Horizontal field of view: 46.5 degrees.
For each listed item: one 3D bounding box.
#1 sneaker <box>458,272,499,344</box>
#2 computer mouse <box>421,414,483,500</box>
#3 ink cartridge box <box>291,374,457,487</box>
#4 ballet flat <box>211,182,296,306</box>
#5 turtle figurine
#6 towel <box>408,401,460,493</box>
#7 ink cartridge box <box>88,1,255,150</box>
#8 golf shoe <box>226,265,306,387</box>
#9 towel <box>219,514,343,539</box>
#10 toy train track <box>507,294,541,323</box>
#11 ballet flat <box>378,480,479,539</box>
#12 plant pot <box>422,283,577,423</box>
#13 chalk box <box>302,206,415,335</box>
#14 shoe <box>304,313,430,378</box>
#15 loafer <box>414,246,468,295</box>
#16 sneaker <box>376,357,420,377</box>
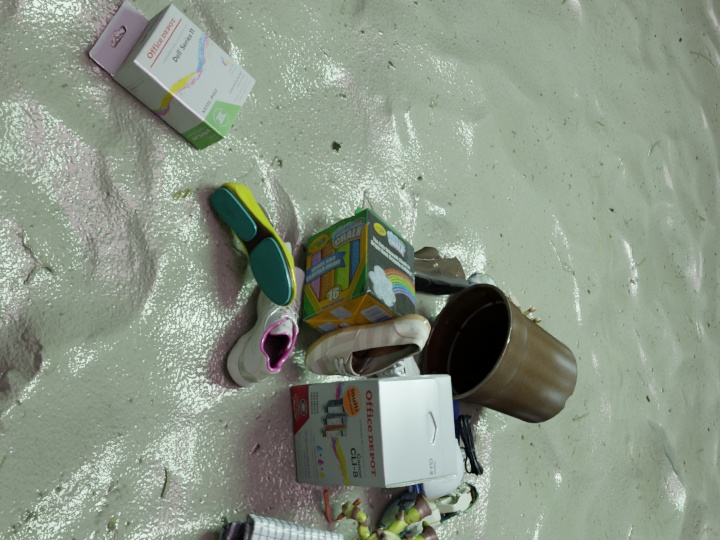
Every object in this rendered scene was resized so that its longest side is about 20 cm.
[{"bbox_3d":[0.232,0.107,1.515,0.085,0.077,0.201,-38,100,-29],"label":"sneaker"},{"bbox_3d":[0.151,0.308,1.334,0.200,0.044,0.110,-23,107,-62],"label":"computer mouse"},{"bbox_3d":[0.018,0.228,1.200,0.144,0.199,0.146,3,79,-41],"label":"ink cartridge box"},{"bbox_3d":[-0.136,-0.043,1.188,0.201,0.067,0.067,57,30,10],"label":"ballet flat"},{"bbox_3d":[0.033,0.396,1.243,0.161,0.064,0.201,-22,92,-23],"label":"turtle figurine"},{"bbox_3d":[0.123,0.273,1.350,0.200,0.024,0.146,9,79,-64],"label":"towel"},{"bbox_3d":[-0.255,-0.277,1.150,0.200,0.067,0.118,39,58,-30],"label":"ink cartridge box"},{"bbox_3d":[-0.112,0.076,1.190,0.075,0.091,0.201,40,56,-28],"label":"golf shoe"},{"bbox_3d":[-0.122,0.434,1.114,0.165,0.085,0.201,21,69,-35],"label":"towel"},{"bbox_3d":[0.306,0.078,1.542,0.115,0.032,0.200,65,13,25],"label":"toy train track"},{"bbox_3d":[0.117,0.383,1.347,0.199,0.074,0.075,-16,92,-42],"label":"ballet flat"},{"bbox_3d":[0.242,0.154,1.395,0.198,0.200,0.201,29,63,-29],"label":"plant pot"},{"bbox_3d":[0.000,0.000,1.259,0.125,0.124,0.201,39,39,-38],"label":"chalk box"},{"bbox_3d":[0.005,0.115,1.191,0.070,0.199,0.054,53,28,-35],"label":"shoe"},{"bbox_3d":[0.101,-0.004,1.420,0.199,0.073,0.071,12,63,-45],"label":"loafer"},{"bbox_3d":[0.067,0.195,1.343,0.081,0.075,0.201,0,81,-51],"label":"sneaker"}]
